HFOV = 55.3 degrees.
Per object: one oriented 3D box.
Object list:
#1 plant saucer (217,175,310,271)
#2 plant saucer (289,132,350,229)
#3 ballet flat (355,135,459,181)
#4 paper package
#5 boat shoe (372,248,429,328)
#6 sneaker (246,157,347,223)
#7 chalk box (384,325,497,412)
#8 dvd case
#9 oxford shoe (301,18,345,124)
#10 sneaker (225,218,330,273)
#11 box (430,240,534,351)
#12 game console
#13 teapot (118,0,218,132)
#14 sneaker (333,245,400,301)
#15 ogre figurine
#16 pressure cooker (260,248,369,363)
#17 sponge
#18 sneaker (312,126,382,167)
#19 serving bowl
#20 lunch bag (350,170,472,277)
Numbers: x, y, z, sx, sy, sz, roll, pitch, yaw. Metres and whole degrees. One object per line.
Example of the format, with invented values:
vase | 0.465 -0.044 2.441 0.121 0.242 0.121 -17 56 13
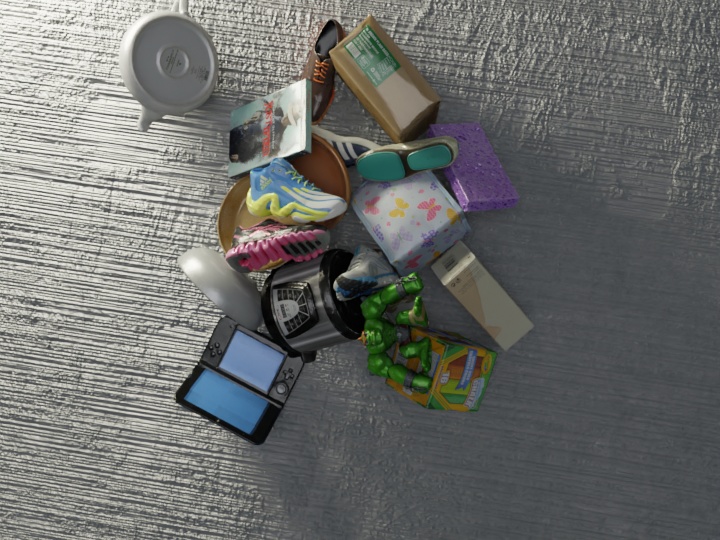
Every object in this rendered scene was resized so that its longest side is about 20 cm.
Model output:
plant saucer | -0.179 -0.094 1.314 0.197 0.035 0.203 -4 77 18
plant saucer | -0.102 -0.171 1.324 0.198 0.037 0.203 13 118 25
ballet flat | 0.089 -0.206 1.261 0.197 0.062 0.068 -3 119 26
paper package | 0.050 -0.338 1.265 0.103 0.191 0.201 -39 90 4
boat shoe | 0.066 0.050 1.352 0.074 0.068 0.201 -36 91 5
sneaker | -0.121 -0.146 1.227 0.197 0.076 0.106 3 113 20
chalk box | 0.168 0.188 1.308 0.198 0.123 0.126 12 97 -41
dvd case | -0.173 -0.264 1.298 0.198 0.022 0.148 -11 71 33
oxford shoe | -0.081 -0.385 1.327 0.070 0.073 0.203 12 95 2
sneaker | -0.149 -0.063 1.245 0.197 0.079 0.096 -10 50 11
box | 0.231 0.049 1.296 0.078 0.095 0.200 -41 113 7
game console | -0.235 0.212 1.357 0.198 0.118 0.172 27 95 1
teapot | -0.372 -0.396 1.315 0.199 0.146 0.199 -33 114 -19
sneaker | 0.000 0.000 1.231 0.074 0.199 0.088 -27 81 23
ogre figurine | 0.062 0.115 1.213 0.118 0.098 0.203 -7 108 20
pressure cooker | -0.092 0.066 1.299 0.198 0.177 0.179 -16 129 29
sponge | 0.206 -0.195 1.274 0.110 0.030 0.202 -6 55 -21
sneaker | -0.031 -0.219 1.337 0.197 0.075 0.086 16 95 14
serving bowl | -0.251 0.023 1.306 0.200 0.200 0.066 44 90 0
lunch bag | 0.089 -0.114 1.311 0.169 0.127 0.201 -37 64 4
